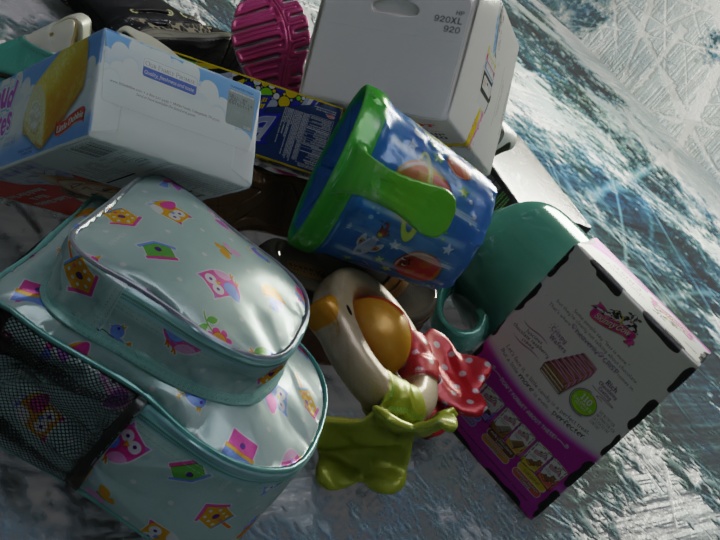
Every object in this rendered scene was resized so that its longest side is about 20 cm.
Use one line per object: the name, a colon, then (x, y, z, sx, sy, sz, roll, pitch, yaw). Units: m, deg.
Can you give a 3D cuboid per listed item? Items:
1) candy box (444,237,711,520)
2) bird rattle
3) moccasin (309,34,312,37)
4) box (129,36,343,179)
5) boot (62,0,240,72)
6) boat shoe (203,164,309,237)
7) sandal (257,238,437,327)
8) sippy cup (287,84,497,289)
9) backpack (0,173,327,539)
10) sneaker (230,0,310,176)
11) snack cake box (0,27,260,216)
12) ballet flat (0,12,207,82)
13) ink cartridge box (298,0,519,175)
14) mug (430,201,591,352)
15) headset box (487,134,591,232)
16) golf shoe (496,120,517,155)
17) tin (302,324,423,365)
candy box: (0.171, 0.091, 0.840, 0.137, 0.200, 0.061, 48, 27, 15)
bird rattle: (0.028, 0.067, 0.751, 0.164, 0.112, 0.200, 57, 29, -4)
moccasin: (-0.048, -0.228, 1.090, 0.068, 0.081, 0.200, -17, 47, -24)
box: (-0.117, -0.139, 0.873, 0.198, 0.065, 0.070, 19, 0, 0)
boot: (-0.209, -0.255, 1.020, 0.154, 0.074, 0.203, 45, 24, 15)
boat shoe: (-0.121, -0.067, 0.858, 0.064, 0.072, 0.199, 16, 1, 43)
sandal: (0.000, 0.000, 0.834, 0.199, 0.055, 0.082, 16, 35, -41)
sippy cup: (0.029, -0.053, 0.773, 0.129, 0.140, 0.179, 27, 37, -11)
backpack: (-0.110, 0.054, 0.574, 0.200, 0.153, 0.176, 44, 19, -9)
sneaker: (-0.087, -0.188, 1.019, 0.088, 0.081, 0.202, 149, -68, -80)
snack cake box: (-0.170, -0.085, 0.658, 0.114, 0.199, 0.068, 15, 76, -41)
ballet flat: (-0.210, -0.167, 0.804, 0.198, 0.071, 0.067, 16, 19, -1)
ink cartridge box: (0.054, -0.192, 0.950, 0.146, 0.146, 0.200, 12, -5, 19)
mug: (0.155, 0.003, 1.016, 0.184, 0.152, 0.115, 6, 38, -50)
headset box: (0.178, -0.097, 1.277, 0.173, 0.093, 0.201, 11, 38, -47)
golf shoe: (0.094, -0.153, 1.188, 0.199, 0.079, 0.094, 10, 3, 43)
tin: (-0.016, 0.027, 0.877, 0.199, 0.042, 0.112, -3, 53, -56)
